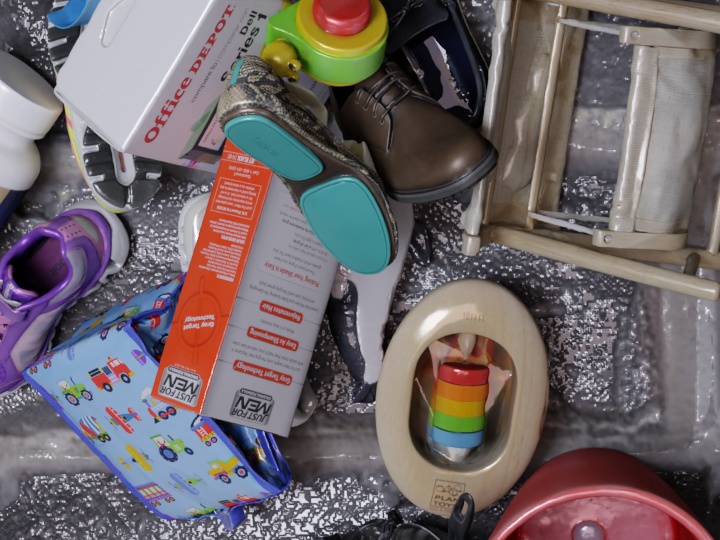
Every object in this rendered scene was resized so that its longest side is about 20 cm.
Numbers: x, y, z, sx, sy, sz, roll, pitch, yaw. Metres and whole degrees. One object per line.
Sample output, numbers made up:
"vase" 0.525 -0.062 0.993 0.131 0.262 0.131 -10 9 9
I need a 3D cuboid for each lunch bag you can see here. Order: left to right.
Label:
"lunch bag" -0.150 0.123 1.264 0.150 0.094 0.201 -22 103 43

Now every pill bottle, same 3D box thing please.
"pill bottle" -0.326 -0.075 1.267 0.111 0.111 0.201 39 105 0

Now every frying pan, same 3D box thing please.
"frying pan" 0.063 0.221 1.259 0.115 0.031 0.192 32 137 43

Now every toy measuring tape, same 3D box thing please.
"toy measuring tape" 0.013 -0.184 1.130 0.199 0.073 0.074 -35 95 -27

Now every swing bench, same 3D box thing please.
"swing bench" 0.187 -0.103 1.170 0.197 0.130 0.202 11 103 13

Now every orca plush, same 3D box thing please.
"orca plush" 0.000 0.000 1.265 0.104 0.071 0.203 -17 107 -33

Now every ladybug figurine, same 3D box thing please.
"ladybug figurine" 0.078 0.097 1.247 0.134 0.072 0.203 9 107 -2

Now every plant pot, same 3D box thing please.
"plant pot" 0.179 0.230 1.205 0.197 0.177 0.203 1 102 6

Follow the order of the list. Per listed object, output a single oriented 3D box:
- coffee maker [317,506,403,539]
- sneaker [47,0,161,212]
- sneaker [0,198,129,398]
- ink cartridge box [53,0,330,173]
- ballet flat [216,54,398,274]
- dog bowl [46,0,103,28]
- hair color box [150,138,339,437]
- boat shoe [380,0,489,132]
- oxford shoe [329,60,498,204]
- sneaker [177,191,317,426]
"coffee maker" -0.009 0.331 1.273 0.191 0.135 0.201 -27 103 27
"sneaker" -0.207 -0.137 1.256 0.077 0.090 0.203 -5 79 -14
"sneaker" -0.277 0.026 1.288 0.080 0.088 0.200 43 105 7
"ink cartridge box" -0.106 -0.153 1.163 0.084 0.199 0.146 41 106 26
"ballet flat" -0.029 -0.080 1.106 0.067 0.076 0.200 -15 139 28
"dog bowl" -0.211 -0.253 1.170 0.049 0.200 0.113 0 122 -35
"hair color box" -0.075 0.011 1.163 0.061 0.101 0.203 12 84 41
"boat shoe" 0.042 -0.192 1.208 0.074 0.062 0.202 -29 93 15
"oxford shoe" 0.027 -0.104 1.140 0.072 0.200 0.085 -39 122 -13
"sneaker" -0.084 0.032 1.255 0.075 0.081 0.202 -25 101 -22
